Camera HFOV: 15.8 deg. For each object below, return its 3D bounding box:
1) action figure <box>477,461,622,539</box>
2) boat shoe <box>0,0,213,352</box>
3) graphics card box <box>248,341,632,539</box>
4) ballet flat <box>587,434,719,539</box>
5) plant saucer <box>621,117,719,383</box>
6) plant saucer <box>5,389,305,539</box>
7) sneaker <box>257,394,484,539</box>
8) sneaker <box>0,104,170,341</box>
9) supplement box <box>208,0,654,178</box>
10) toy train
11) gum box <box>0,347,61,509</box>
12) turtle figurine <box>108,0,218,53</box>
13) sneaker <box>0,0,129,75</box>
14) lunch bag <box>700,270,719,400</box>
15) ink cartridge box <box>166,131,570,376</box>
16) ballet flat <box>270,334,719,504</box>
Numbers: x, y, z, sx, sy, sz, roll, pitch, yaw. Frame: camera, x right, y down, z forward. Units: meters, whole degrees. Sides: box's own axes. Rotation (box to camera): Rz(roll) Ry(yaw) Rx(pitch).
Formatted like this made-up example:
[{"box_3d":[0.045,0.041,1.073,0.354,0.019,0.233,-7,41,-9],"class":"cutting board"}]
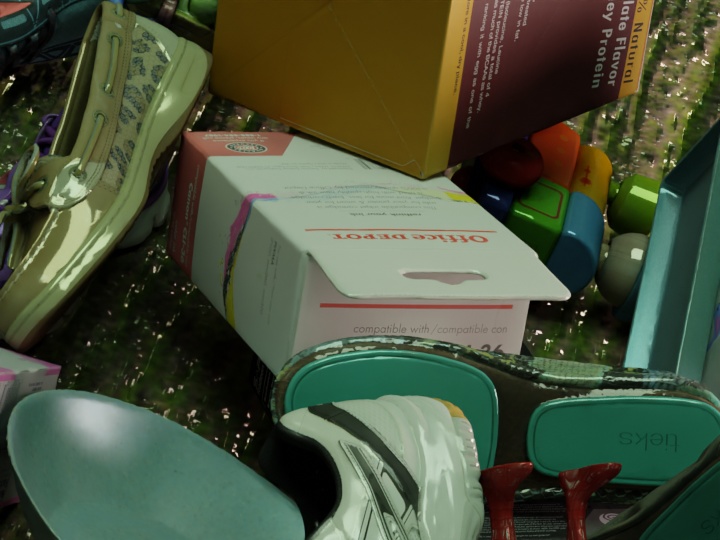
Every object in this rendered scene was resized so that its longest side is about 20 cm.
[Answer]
[{"box_3d":[0.081,0.174,0.998,0.065,0.052,0.200,3,77,-30],"class":"action figure"},{"box_3d":[-0.132,-0.045,1.198,0.063,0.073,0.200,34,44,-11],"class":"boat shoe"},{"box_3d":[0.038,0.083,1.172,0.125,0.051,0.200,1,29,-23],"class":"graphics card box"},{"box_3d":[0.122,0.125,1.059,0.064,0.200,0.067,-14,68,-55],"class":"ballet flat"},{"box_3d":[0.152,0.018,1.255,0.019,0.070,0.200,25,53,-10],"class":"plant saucer"},{"box_3d":[-0.068,0.127,1.058,0.201,0.039,0.201,34,16,-11],"class":"plant saucer"},{"box_3d":[0.005,0.140,0.995,0.088,0.076,0.200,4,53,-21],"class":"sneaker"},{"box_3d":[-0.157,-0.036,1.263,0.081,0.083,0.200,23,36,13],"class":"sneaker"},{"box_3d":[0.048,-0.176,1.268,0.133,0.197,0.200,23,28,30],"class":"supplement box"},{"box_3d":[0.114,-0.053,1.393,0.116,0.085,0.200,24,34,-4],"class":"toy train"},{"box_3d":[-0.201,0.054,1.059,0.113,0.066,0.200,18,1,5],"class":"gum box"},{"box_3d":[-0.058,-0.177,1.384,0.144,0.194,0.200,-14,65,24],"class":"turtle figurine"},{"box_3d":[-0.210,-0.116,1.382,0.200,0.079,0.096,-8,49,-16],"class":"sneaker"},{"box_3d":[0.235,-0.011,1.287,0.122,0.170,0.200,22,34,-1],"class":"lunch bag"},{"box_3d":[0.000,0.000,1.173,0.116,0.068,0.200,0,22,-24],"class":"ink cartridge box"},{"box_3d":[0.056,0.066,1.106,0.200,0.074,0.074,10,34,-11],"class":"ballet flat"}]
